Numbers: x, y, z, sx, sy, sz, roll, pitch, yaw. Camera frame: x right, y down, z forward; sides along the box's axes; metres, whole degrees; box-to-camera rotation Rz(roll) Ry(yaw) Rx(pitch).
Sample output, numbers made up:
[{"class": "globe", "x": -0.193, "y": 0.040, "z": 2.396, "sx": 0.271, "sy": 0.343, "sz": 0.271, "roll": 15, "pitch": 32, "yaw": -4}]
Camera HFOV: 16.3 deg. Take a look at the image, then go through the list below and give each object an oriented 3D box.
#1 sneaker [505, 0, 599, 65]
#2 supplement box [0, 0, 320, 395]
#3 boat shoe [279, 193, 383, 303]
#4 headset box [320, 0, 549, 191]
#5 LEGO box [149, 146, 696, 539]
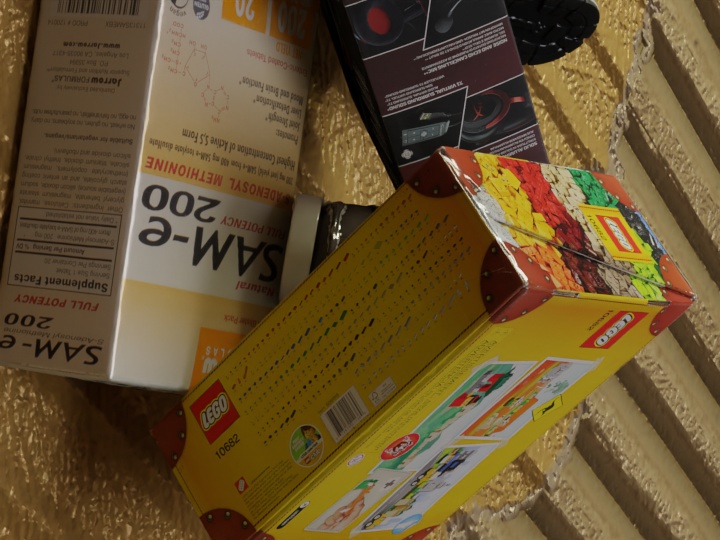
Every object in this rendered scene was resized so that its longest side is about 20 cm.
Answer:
[{"class": "sneaker", "x": 0.038, "y": -0.175, "z": 1.353, "sx": 0.200, "sy": 0.076, "sz": 0.088, "roll": 16, "pitch": 46, "yaw": -44}, {"class": "supplement box", "x": -0.091, "y": -0.045, "z": 1.148, "sx": 0.126, "sy": 0.073, "sz": 0.201, "roll": 12, "pitch": 85, "yaw": -57}, {"class": "boat shoe", "x": 0.000, "y": 0.000, "z": 1.239, "sx": 0.200, "sy": 0.059, "sz": 0.072, "roll": 56, "pitch": 43, "yaw": -83}, {"class": "headset box", "x": 0.026, "y": -0.120, "z": 1.213, "sx": 0.149, "sy": 0.075, "sz": 0.200, "roll": -113, "pitch": -177, "yaw": -52}, {"class": "LEGO box", "x": 0.029, "y": 0.042, "z": 1.128, "sx": 0.149, "sy": 0.200, "sz": 0.077, "roll": 6, "pitch": 46, "yaw": -55}]
